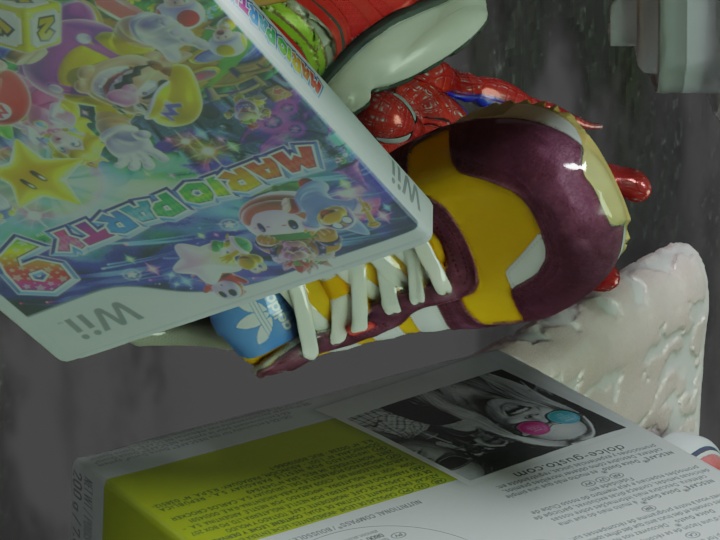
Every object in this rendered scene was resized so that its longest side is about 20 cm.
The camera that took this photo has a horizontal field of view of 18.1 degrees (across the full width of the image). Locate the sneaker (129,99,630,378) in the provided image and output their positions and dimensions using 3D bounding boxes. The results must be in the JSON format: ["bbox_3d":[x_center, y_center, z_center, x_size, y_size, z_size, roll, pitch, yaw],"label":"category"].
[{"bbox_3d":[0.000,0.000,0.743,0.090,0.199,0.075,-35,105,-36],"label":"sneaker"}]

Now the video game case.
[{"bbox_3d":[-0.088,-0.047,0.651,0.200,0.143,0.018,46,35,-43],"label":"video game case"}]

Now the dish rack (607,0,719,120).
[{"bbox_3d":[0.109,-0.165,0.837,0.200,0.043,0.173,-85,172,-61],"label":"dish rack"}]

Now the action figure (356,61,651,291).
[{"bbox_3d":[0.055,-0.039,0.882,0.200,0.052,0.066,19,96,-54],"label":"action figure"}]

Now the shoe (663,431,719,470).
[{"bbox_3d":[0.138,0.176,0.988,0.071,0.091,0.201,31,81,-50],"label":"shoe"}]

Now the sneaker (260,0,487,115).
[{"bbox_3d":[-0.039,-0.086,0.774,0.200,0.077,0.085,-39,119,-38],"label":"sneaker"}]

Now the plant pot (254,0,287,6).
[{"bbox_3d":[0.005,-0.200,0.670,0.200,0.200,0.184,-19,88,-41],"label":"plant pot"}]

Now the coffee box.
[{"bbox_3d":[0.026,0.170,0.812,0.199,0.197,0.201,-11,114,-33],"label":"coffee box"}]

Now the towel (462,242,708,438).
[{"bbox_3d":[0.087,0.107,1.000,0.200,0.032,0.192,-28,123,-38],"label":"towel"}]
